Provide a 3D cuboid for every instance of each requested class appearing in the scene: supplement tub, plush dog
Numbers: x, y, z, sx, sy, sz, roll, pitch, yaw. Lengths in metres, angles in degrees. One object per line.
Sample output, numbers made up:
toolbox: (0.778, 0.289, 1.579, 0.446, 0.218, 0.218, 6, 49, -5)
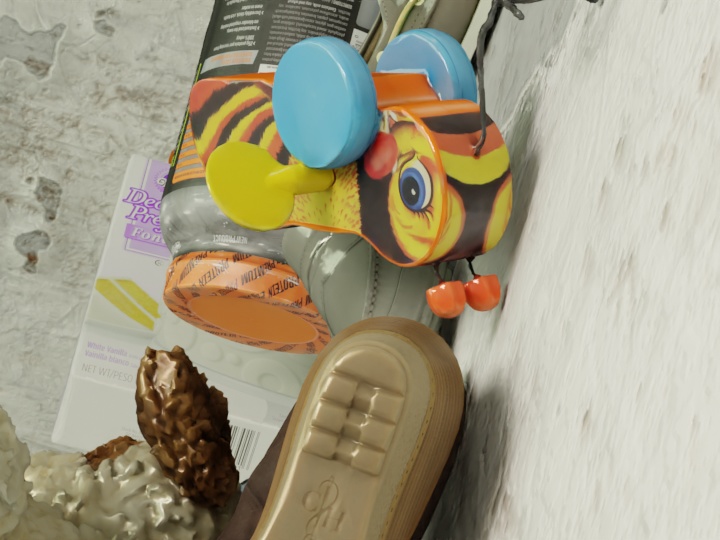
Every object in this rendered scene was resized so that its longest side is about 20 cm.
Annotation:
supplement tub: (-0.031, -0.066, 1.218, 0.123, 0.122, 0.200, 124, 161, -72)
plush dog: (-0.106, 0.117, 0.822, 0.172, 0.160, 0.200, -37, -8, -41)

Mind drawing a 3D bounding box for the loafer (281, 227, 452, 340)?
loafer: (0.000, 0.000, 1.002, 0.200, 0.070, 0.070, -87, 14, -64)

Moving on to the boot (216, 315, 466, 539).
boot: (-0.018, 0.111, 0.803, 0.200, 0.072, 0.166, -63, -9, -2)

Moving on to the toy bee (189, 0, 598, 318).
toy bee: (0.008, -0.034, 0.857, 0.200, 0.131, 0.109, 167, 94, -72)

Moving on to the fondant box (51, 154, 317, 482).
fondant box: (-0.083, 0.030, 1.351, 0.200, 0.144, 0.058, -82, 9, -51)

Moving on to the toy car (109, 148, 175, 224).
toy car: (-0.191, -0.045, 2.542, 0.175, 0.150, 0.200, 115, 169, -56)

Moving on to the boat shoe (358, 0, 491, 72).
boat shoe: (0.029, -0.125, 1.100, 0.072, 0.060, 0.202, -85, 12, -59)

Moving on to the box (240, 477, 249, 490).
box: (-0.065, 0.184, 1.030, 0.137, 0.040, 0.200, -30, -38, -59)
